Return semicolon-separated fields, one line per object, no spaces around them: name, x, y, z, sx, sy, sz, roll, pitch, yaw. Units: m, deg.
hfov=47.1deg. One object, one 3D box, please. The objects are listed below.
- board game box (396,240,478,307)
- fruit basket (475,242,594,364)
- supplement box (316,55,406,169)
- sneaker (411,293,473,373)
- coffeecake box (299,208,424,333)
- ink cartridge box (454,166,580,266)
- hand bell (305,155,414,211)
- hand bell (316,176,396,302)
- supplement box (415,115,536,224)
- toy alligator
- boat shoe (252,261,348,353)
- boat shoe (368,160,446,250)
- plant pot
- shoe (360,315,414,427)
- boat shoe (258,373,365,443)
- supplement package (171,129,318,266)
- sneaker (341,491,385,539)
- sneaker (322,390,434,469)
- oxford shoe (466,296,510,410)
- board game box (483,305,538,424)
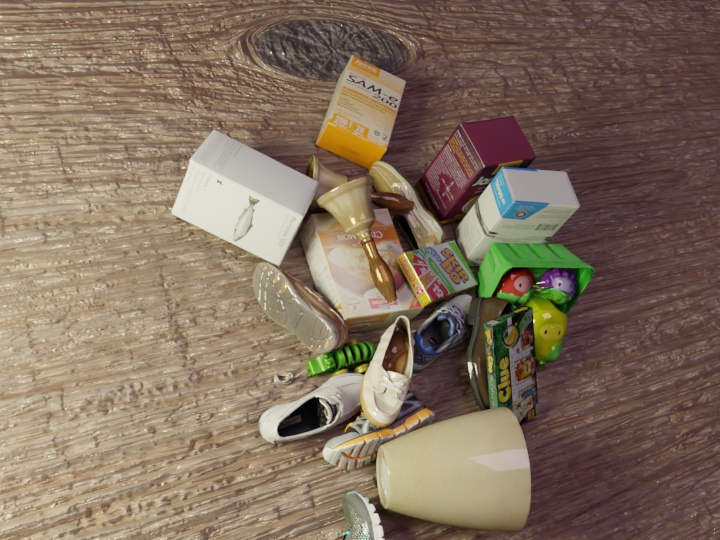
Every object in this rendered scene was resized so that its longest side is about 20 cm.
board game box;0.144;0.002;1.469;0.200;0.030;0.096;-13;72;-57
fruit basket;0.323;0.057;1.502;0.215;0.156;0.216;12;40;-11
supplement box;0.004;-0.310;1.612;0.126;0.074;0.200;23;54;-11
sneaker;0.149;0.099;1.424;0.077;0.085;0.200;44;53;6
coffeecake box;0.000;0.000;1.424;0.153;0.073;0.201;-6;65;-28
ink cartridge box;0.285;-0.095;1.532;0.146;0.200;0.085;1;58;-24
hand bell;0.001;-0.135;1.475;0.199;0.104;0.104;10;57;-12
hand bell;0.015;-0.043;1.361;0.104;0.104;0.201;-21;83;-33
supplement box;0.213;-0.186;1.554;0.131;0.200;0.103;-13;67;-29
toy alligator;-0.042;0.146;1.328;0.199;0.054;0.059;-11;65;-29
boat shoe;-0.099;0.060;1.346;0.200;0.076;0.072;45;26;22
boat shoe;0.072;-0.114;1.533;0.076;0.072;0.200;-35;77;-20
plant pot;0.130;0.305;1.248;0.199;0.187;0.188;-1;61;-10
shoe;0.046;0.154;1.296;0.070;0.053;0.200;20;45;-5
boat shoe;-0.057;0.210;1.261;0.199;0.066;0.072;-14;94;-30
supplement package;-0.189;-0.120;1.366;0.200;0.117;0.117;26;35;-5
sneaker;-0.010;0.415;1.170;0.091;0.078;0.201;-1;60;-20
sneaker;0.020;0.245;1.292;0.200;0.078;0.077;-16;56;-35
oxford shoe;0.228;0.140;1.416;0.073;0.084;0.201;32;59;-60
board game box;0.256;0.169;1.390;0.105;0.023;0.201;-18;110;-33
